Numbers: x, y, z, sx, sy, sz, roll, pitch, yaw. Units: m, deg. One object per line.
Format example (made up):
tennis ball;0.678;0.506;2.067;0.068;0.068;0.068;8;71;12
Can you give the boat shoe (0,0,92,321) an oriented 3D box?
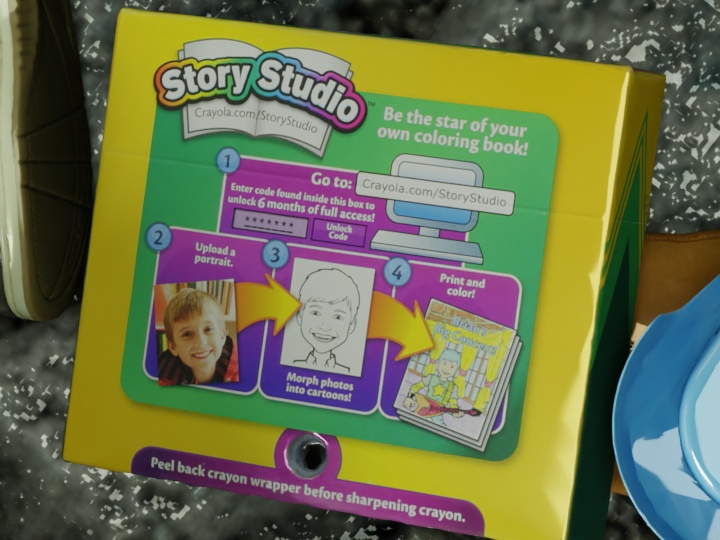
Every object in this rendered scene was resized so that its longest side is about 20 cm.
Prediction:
boat shoe;-0.146;-0.080;1.101;0.066;0.072;0.201;-5;91;16

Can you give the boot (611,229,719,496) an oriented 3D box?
boot;0.149;0.084;1.083;0.144;0.071;0.201;0;89;11

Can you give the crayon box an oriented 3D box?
crayon box;0.000;0.000;1.070;0.200;0.058;0.173;9;92;20

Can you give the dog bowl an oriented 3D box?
dog bowl;0.173;0.018;1.022;0.111;0.050;0.200;35;95;12
